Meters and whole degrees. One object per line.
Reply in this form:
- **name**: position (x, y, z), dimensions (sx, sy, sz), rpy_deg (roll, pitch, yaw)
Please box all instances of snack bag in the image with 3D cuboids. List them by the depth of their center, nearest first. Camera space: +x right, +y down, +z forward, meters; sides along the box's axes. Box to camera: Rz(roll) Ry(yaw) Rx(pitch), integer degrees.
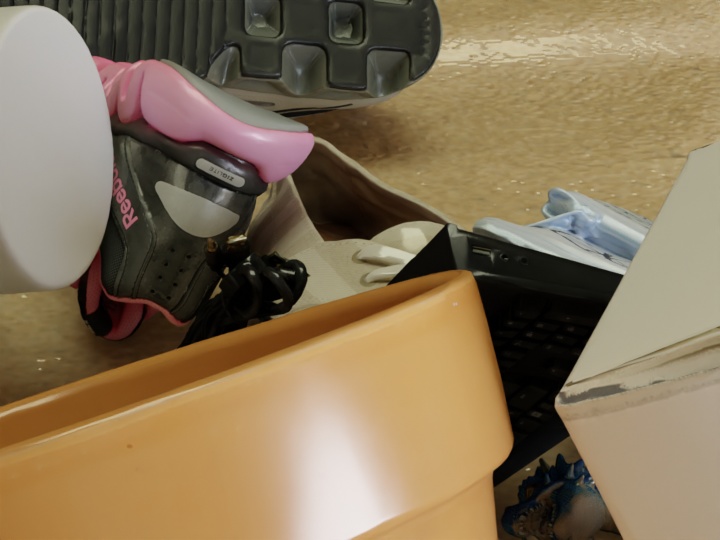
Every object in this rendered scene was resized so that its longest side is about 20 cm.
- **snack bag**: position (0.137, 0.017, 0.808), dimensions (0.188, 0.021, 0.200), rpy_deg (24, 8, 19)

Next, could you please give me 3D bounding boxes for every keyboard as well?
- **keyboard**: position (0.005, 0.030, 0.724), dimensions (0.127, 0.200, 0.021), rpy_deg (15, 67, -11)

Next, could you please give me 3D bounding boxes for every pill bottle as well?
- **pill bottle**: position (-0.189, -0.035, 0.846), dimensions (0.200, 0.120, 0.120), rpy_deg (-3, 25, 20)

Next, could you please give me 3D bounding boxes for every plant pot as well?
- **plant pot**: position (-0.048, 0.096, 0.580), dimensions (0.200, 0.140, 0.200), rpy_deg (-19, 2, 1)

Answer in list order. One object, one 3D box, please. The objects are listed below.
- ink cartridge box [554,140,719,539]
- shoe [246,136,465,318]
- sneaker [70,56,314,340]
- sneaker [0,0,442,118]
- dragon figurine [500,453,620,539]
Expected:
- **ink cartridge box**: position (0.138, 0.069, 0.621), dimensions (0.085, 0.200, 0.146), rpy_deg (-18, 18, 27)
- **shoe**: position (0.000, 0.000, 0.862), dimensions (0.070, 0.054, 0.200), rpy_deg (2, 14, -18)
- **sneaker**: position (-0.085, -0.025, 0.924), dimensions (0.079, 0.096, 0.200), rpy_deg (20, -1, -18)
- **sneaker**: position (-0.075, -0.092, 1.046), dimensions (0.200, 0.074, 0.089), rpy_deg (11, -17, -14)
- **dragon figurine**: position (0.126, 0.067, 0.782), dimensions (0.099, 0.059, 0.200), rpy_deg (25, 37, 36)
